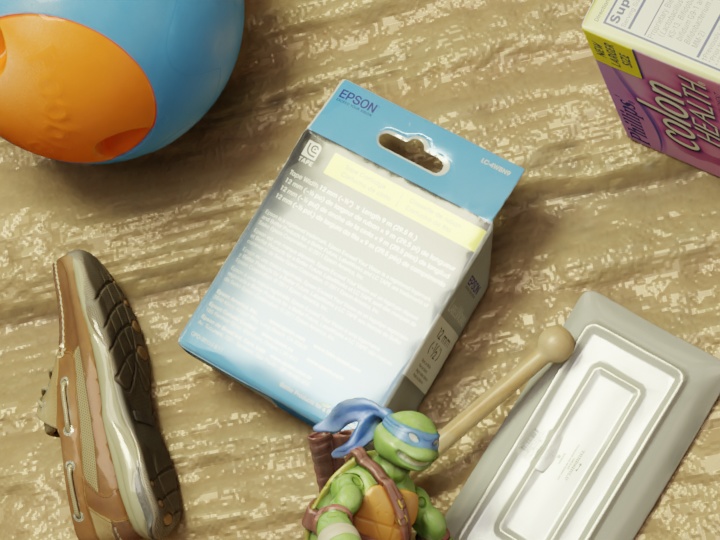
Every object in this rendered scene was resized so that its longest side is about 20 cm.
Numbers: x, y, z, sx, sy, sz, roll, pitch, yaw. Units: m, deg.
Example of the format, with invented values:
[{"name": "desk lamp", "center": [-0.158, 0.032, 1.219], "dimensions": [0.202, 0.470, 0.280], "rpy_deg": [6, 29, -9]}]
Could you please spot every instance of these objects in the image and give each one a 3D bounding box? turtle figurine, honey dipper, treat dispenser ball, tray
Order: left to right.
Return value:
[{"name": "treat dispenser ball", "center": [-0.175, -0.168, 1.290], "dimensions": [0.201, 0.201, 0.201], "rpy_deg": [-5, 72, 15]}, {"name": "turtle figurine", "center": [0.018, 0.192, 1.137], "dimensions": [0.200, 0.144, 0.194], "rpy_deg": [34, 107, 10]}, {"name": "honey dipper", "center": [0.052, 0.104, 1.223], "dimensions": [0.200, 0.038, 0.038], "rpy_deg": [-40, 67, 4]}, {"name": "tray", "center": [0.128, 0.116, 1.210], "dimensions": [0.107, 0.022, 0.200], "rpy_deg": [30, 84, 23]}]

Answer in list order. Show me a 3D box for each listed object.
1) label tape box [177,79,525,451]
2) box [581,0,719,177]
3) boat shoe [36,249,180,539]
[{"name": "label tape box", "center": [0.000, 0.000, 1.262], "dimensions": [0.143, 0.066, 0.200], "rpy_deg": [28, 81, 21]}, {"name": "box", "center": [0.248, -0.110, 1.159], "dimensions": [0.200, 0.176, 0.097], "rpy_deg": [27, 82, 22]}, {"name": "boat shoe", "center": [-0.174, 0.082, 1.284], "dimensions": [0.072, 0.076, 0.200], "rpy_deg": [-20, 67, 12]}]
